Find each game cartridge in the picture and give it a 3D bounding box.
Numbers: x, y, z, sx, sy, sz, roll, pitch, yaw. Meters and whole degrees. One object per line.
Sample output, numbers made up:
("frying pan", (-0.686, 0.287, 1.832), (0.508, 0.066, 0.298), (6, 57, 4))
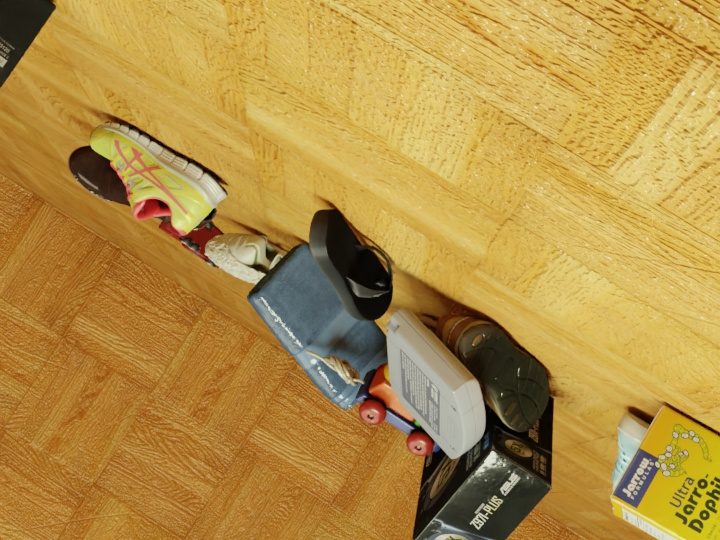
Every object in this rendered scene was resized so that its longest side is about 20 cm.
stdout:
("game cartridge", (0.083, 0.131, 1.703), (0.133, 0.041, 0.200), (51, 165, 23))

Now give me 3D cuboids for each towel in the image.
("towel", (-0.048, 0.069, 1.928), (0.200, 0.112, 0.048), (52, 158, -18))

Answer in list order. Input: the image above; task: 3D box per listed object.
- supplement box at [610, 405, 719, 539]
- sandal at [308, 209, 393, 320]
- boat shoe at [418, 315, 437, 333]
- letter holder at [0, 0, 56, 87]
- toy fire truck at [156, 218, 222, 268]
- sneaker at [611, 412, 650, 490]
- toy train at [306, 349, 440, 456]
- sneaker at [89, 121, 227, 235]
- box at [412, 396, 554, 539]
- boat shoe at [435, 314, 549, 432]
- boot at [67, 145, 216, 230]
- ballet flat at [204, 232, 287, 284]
("supplement box", (0.357, 0.234, 1.518), (0.200, 0.110, 0.109), (29, 171, 16))
("sandal", (0.000, 0.000, 1.627), (0.043, 0.076, 0.200), (0, 160, 20))
("boat shoe", (0.083, 0.106, 1.931), (0.070, 0.070, 0.200), (34, 171, 5))
("letter holder", (-0.409, -0.270, 1.431), (0.200, 0.101, 0.142), (38, 172, -36))
("toy fire truck", (-0.282, -0.079, 2.273), (0.141, 0.049, 0.200), (29, 172, 26))
("sneaker", (0.310, 0.218, 1.695), (0.074, 0.082, 0.200), (27, 170, 27))
("toy train", (0.041, 0.124, 1.852), (0.200, 0.085, 0.116), (34, 131, -7))
("sneaker", (-0.260, -0.109, 1.860), (0.200, 0.090, 0.078), (30, 173, 27))
("box", (0.147, 0.233, 1.830), (0.086, 0.164, 0.200), (33, -154, -8))
("boat shoe", (0.146, 0.106, 1.714), (0.074, 0.076, 0.200), (32, 166, 43))
("boot", (-0.278, -0.112, 1.981), (0.200, 0.073, 0.166), (24, 176, -10))
("ballet flat", (-0.117, -0.011, 2.060), (0.200, 0.072, 0.072), (28, 171, 17))
